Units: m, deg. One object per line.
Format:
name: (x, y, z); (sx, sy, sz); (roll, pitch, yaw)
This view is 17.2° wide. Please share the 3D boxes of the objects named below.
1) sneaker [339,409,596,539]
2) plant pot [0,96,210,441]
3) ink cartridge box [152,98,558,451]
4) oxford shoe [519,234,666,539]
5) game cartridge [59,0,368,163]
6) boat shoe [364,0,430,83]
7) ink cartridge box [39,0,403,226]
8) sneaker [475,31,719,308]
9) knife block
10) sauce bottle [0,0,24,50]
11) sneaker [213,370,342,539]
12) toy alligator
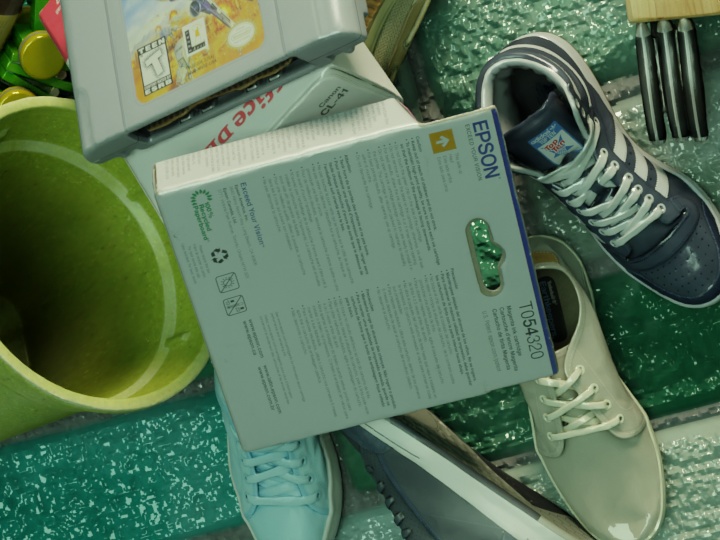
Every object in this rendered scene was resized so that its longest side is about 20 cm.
sneaker: (0.026, 0.168, 1.480); (0.202, 0.077, 0.147); (37, 103, 9)
plant pot: (-0.217, 0.022, 1.477); (0.184, 0.200, 0.202); (-31, 87, 44)
ink cartridge box: (0.000, 0.000, 1.380); (0.198, 0.043, 0.198); (-14, 125, 2)
oxford shoe: (0.130, 0.077, 1.448); (0.075, 0.058, 0.202); (-18, 93, 16)
game cartridge: (-0.091, -0.157, 1.371); (0.199, 0.041, 0.134); (-23, 72, 29)
boat shoe: (0.012, -0.164, 1.461); (0.073, 0.063, 0.202); (27, 98, 38)
ink cartridge box: (-0.088, -0.130, 1.436); (0.148, 0.085, 0.201); (-45, 59, 20)
sneaker: (0.140, -0.054, 1.401); (0.070, 0.108, 0.200); (-41, 84, 18)
knife block: (0.176, -0.182, 1.382); (0.199, 0.064, 0.176); (38, 111, -1)
sauce bottle: (-0.245, -0.174, 1.504); (0.065, 0.065, 0.201); (37, 113, 10)
sneaker: (-0.062, 0.096, 1.496); (0.073, 0.082, 0.202); (-8, 94, 19)
toy alligator: (-0.219, -0.101, 1.540); (0.054, 0.059, 0.201); (18, 105, -27)
